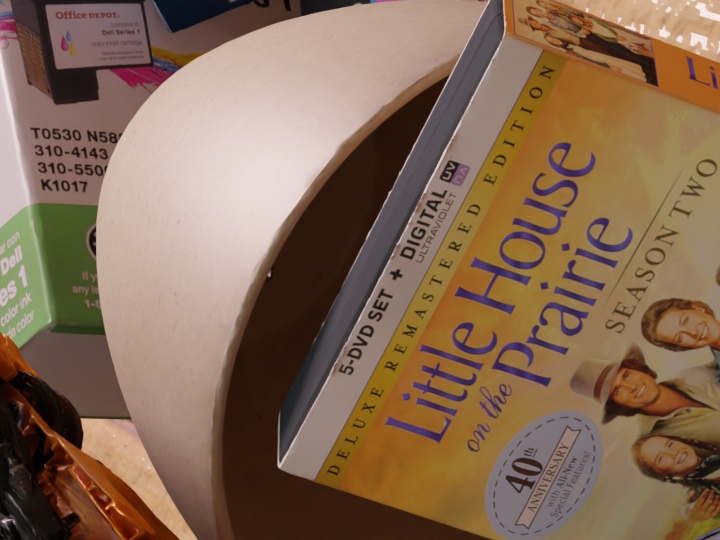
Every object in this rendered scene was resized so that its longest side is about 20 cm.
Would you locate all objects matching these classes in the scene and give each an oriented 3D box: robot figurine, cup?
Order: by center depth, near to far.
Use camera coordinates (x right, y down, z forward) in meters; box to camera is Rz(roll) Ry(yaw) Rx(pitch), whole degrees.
[{"bbox_3d":[-0.074,0.089,0.788,0.058,0.145,0.200,-41,77,-4],"label":"robot figurine"},{"bbox_3d":[0.000,0.000,0.866,0.143,0.200,0.201,32,114,46],"label":"cup"}]

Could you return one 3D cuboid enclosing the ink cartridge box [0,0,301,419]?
[{"bbox_3d":[-0.086,-0.051,1.054,0.084,0.145,0.200,-39,56,47],"label":"ink cartridge box"}]

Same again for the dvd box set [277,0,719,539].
[{"bbox_3d":[0.096,0.022,0.744,0.029,0.200,0.146,-91,25,-56],"label":"dvd box set"}]

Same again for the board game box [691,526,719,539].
[{"bbox_3d":[0.169,0.127,0.666,0.200,0.041,0.200,-26,55,17],"label":"board game box"}]

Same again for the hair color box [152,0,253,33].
[{"bbox_3d":[-0.059,-0.197,1.031,0.061,0.100,0.200,64,-175,-67],"label":"hair color box"}]

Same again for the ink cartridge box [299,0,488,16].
[{"bbox_3d":[0.026,-0.015,0.989,0.095,0.037,0.200,-23,72,52],"label":"ink cartridge box"}]

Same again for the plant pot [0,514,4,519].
[{"bbox_3d":[-0.210,0.155,1.193,0.200,0.196,0.196,-35,59,40],"label":"plant pot"}]
